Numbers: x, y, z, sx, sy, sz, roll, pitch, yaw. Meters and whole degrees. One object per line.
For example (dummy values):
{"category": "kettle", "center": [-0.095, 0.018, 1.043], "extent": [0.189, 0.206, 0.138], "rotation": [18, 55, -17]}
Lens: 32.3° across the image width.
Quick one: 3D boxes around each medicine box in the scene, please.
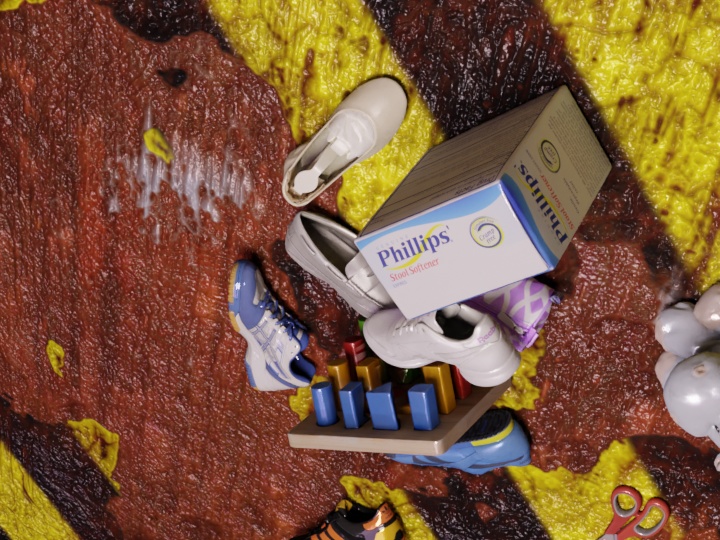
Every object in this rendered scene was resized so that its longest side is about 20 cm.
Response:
{"category": "medicine box", "center": [0.123, -0.066, 1.221], "extent": [0.181, 0.200, 0.103], "rotation": [-22, 111, 40]}

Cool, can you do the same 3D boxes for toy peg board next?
{"category": "toy peg board", "center": [0.041, 0.122, 1.429], "extent": [0.199, 0.199, 0.099], "rotation": [-2, 107, 31]}

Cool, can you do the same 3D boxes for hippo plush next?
{"category": "hippo plush", "center": [0.371, 0.132, 1.252], "extent": [0.199, 0.161, 0.160], "rotation": [34, 133, 4]}

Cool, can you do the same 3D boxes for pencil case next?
{"category": "pencil case", "center": [0.117, 0.017, 1.368], "extent": [0.199, 0.086, 0.084], "rotation": [28, 127, 11]}

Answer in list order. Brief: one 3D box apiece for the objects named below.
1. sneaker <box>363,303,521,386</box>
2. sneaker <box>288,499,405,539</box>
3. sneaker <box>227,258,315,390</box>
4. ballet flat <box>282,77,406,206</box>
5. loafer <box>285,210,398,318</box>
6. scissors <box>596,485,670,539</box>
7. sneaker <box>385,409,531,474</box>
{"category": "sneaker", "center": [0.078, 0.059, 1.333], "extent": [0.199, 0.075, 0.100], "rotation": [9, 142, 41]}
{"category": "sneaker", "center": [-0.027, 0.359, 1.733], "extent": [0.199, 0.070, 0.091], "rotation": [-10, 103, 35]}
{"category": "sneaker", "center": [-0.107, 0.066, 1.558], "extent": [0.087, 0.076, 0.201], "rotation": [0, 131, 17]}
{"category": "ballet flat", "center": [-0.024, -0.133, 1.352], "extent": [0.069, 0.070, 0.200], "rotation": [44, 133, -6]}
{"category": "loafer", "center": [0.000, 0.000, 1.432], "extent": [0.199, 0.070, 0.070], "rotation": [30, 150, 8]}
{"category": "scissors", "center": [0.314, 0.335, 1.540], "extent": [0.073, 0.014, 0.201], "rotation": [28, 131, 7]}
{"category": "sneaker", "center": [0.118, 0.226, 1.539], "extent": [0.199, 0.066, 0.079], "rotation": [-12, 120, 36]}
